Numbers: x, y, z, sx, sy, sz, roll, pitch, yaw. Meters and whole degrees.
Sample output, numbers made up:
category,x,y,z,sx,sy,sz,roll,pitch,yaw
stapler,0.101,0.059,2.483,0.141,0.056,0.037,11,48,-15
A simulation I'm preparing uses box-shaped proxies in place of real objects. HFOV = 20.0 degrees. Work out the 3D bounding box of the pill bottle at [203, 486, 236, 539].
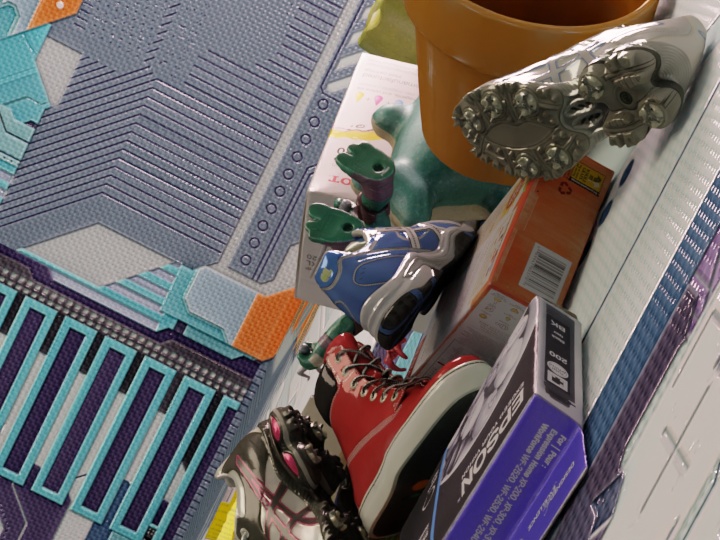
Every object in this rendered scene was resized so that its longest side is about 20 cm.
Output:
category,x,y,z,sx,sy,sz,roll,pitch,yaw
pill bottle,-0.114,0.299,2.005,0.201,0.104,0.104,-65,5,-12

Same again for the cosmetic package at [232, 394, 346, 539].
category,x,y,z,sx,sy,sz,roll,pitch,yaw
cosmetic package,-0.033,0.195,1.694,0.105,0.071,0.201,-12,-45,-57

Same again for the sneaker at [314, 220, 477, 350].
category,x,y,z,sx,sy,sz,roll,pitch,yaw
sneaker,0.029,-0.008,1.509,0.076,0.077,0.200,-60,-9,19

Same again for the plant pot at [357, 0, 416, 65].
category,x,y,z,sx,sy,sz,roll,pitch,yaw
plant pot,0.104,-0.238,2.002,0.202,0.183,0.200,-62,6,11

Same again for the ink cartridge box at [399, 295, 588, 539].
category,x,y,z,sx,sy,sz,roll,pitch,yaw
ink cartridge box,0.075,0.141,1.244,0.199,0.043,0.200,-61,7,22

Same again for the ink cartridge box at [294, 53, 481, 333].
category,x,y,z,sx,sy,sz,roll,pitch,yaw
ink cartridge box,0.038,-0.070,1.879,0.145,0.146,0.201,97,-170,-46

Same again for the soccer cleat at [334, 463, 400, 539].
category,x,y,z,sx,sy,sz,roll,pitch,yaw
soccer cleat,-0.005,0.239,1.568,0.084,0.064,0.202,64,-139,-58

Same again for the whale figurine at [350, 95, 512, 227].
category,x,y,z,sx,sy,sz,roll,pitch,yaw
whale figurine,0.077,-0.100,1.721,0.200,0.159,0.104,-29,-26,-50

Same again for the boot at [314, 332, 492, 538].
category,x,y,z,sx,sy,sz,roll,pitch,yaw
boot,0.024,0.085,1.475,0.145,0.072,0.200,65,147,26

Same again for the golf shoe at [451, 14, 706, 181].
category,x,y,z,sx,sy,sz,roll,pitch,yaw
golf shoe,0.153,-0.121,1.391,0.199,0.079,0.097,-10,28,46

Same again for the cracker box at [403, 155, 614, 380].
category,x,y,z,sx,sy,sz,roll,pitch,yaw
cracker box,0.104,0.011,1.489,0.135,0.057,0.200,-65,6,-30

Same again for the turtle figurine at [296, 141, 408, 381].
category,x,y,z,sx,sy,sz,roll,pitch,yaw
turtle figurine,0.000,0.000,1.631,0.201,0.100,0.151,85,-171,-53

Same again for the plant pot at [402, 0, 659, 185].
category,x,y,z,sx,sy,sz,roll,pitch,yaw
plant pot,0.122,-0.176,1.610,0.201,0.198,0.184,-69,-7,-48

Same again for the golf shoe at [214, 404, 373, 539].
category,x,y,z,sx,sy,sz,roll,pitch,yaw
golf shoe,-0.041,0.199,1.518,0.088,0.077,0.201,-35,51,13
